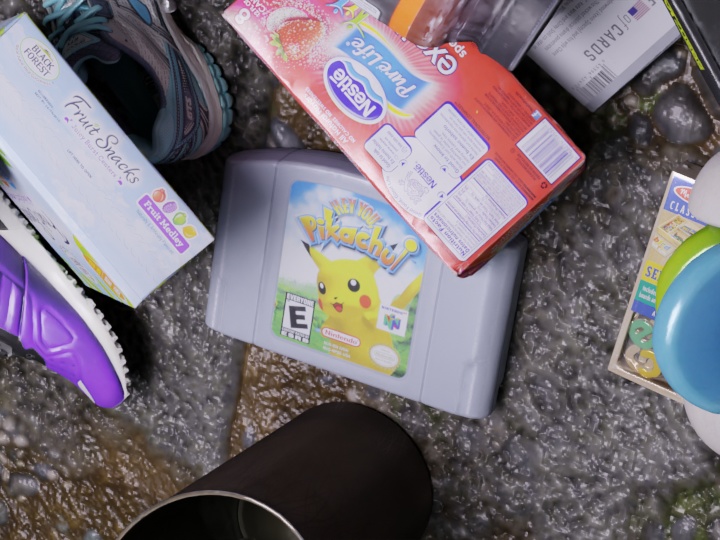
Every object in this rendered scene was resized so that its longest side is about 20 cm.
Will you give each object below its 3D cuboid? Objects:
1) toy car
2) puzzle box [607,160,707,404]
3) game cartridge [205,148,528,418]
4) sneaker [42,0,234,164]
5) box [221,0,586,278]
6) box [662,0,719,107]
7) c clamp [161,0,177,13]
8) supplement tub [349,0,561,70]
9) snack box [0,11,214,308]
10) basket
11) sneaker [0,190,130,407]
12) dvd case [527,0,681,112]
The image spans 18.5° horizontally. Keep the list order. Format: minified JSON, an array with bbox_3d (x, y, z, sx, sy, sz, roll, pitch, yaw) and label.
[{"bbox_3d":[0.240,0.033,1.144,0.199,0.150,0.176,9,111,24],"label":"toy car"},{"bbox_3d":[0.249,0.035,1.243,0.199,0.025,0.133,24,116,19],"label":"puzzle box"},{"bbox_3d":[0.000,0.000,1.353,0.199,0.040,0.134,17,111,21],"label":"game cartridge"},{"bbox_3d":[-0.155,-0.152,1.349,0.078,0.086,0.200,-36,89,31],"label":"sneaker"},{"bbox_3d":[0.027,-0.100,1.251,0.100,0.095,0.200,-42,86,3],"label":"box"},{"bbox_3d":[0.228,-0.204,1.110,0.200,0.048,0.194,-28,91,3],"label":"box"},{"bbox_3d":[-0.047,-0.258,1.234,0.199,0.027,0.171,-23,119,-8],"label":"c clamp"},{"bbox_3d":[0.018,-0.189,1.155,0.200,0.107,0.107,34,120,2],"label":"supplement tub"},{"bbox_3d":[-0.179,-0.066,1.315,0.068,0.200,0.169,-41,103,-8],"label":"snack box"},{"bbox_3d":[-0.046,0.166,1.337,0.136,0.200,0.180,46,122,5],"label":"basket"},{"bbox_3d":[-0.234,0.023,1.418,0.099,0.070,0.200,-39,106,-9],"label":"sneaker"},{"bbox_3d":[0.098,-0.192,1.195,0.200,0.025,0.150,41,138,-7],"label":"dvd case"}]
